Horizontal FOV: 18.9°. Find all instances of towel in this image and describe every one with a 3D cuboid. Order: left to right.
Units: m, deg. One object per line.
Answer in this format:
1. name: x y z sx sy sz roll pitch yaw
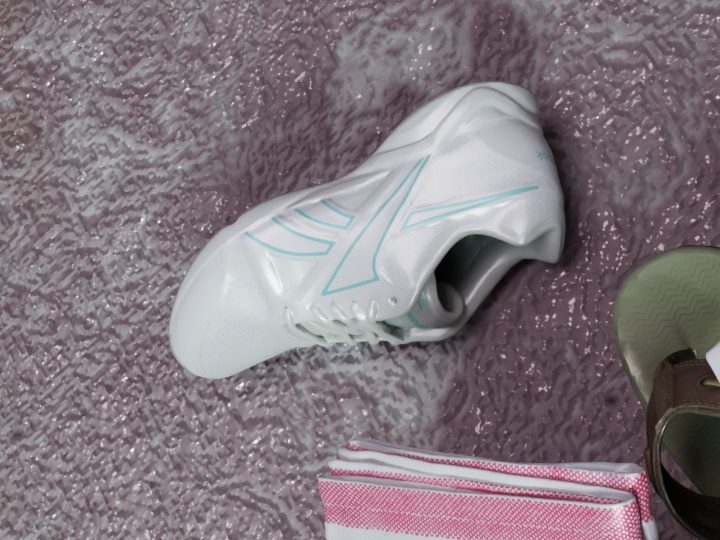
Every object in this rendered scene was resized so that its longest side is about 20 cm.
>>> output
1. towel: 0.061 0.160 0.787 0.146 0.030 0.201 2 109 43

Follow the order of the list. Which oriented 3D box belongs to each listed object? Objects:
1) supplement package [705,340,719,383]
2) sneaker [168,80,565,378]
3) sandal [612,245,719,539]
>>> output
1. supplement package: 0.216 0.071 0.641 0.201 0.119 0.121 63 154 16
2. sneaker: 0.000 0.000 0.932 0.200 0.070 0.081 -32 59 21
3. sandal: 0.134 0.065 0.733 0.080 0.057 0.202 -49 41 28
